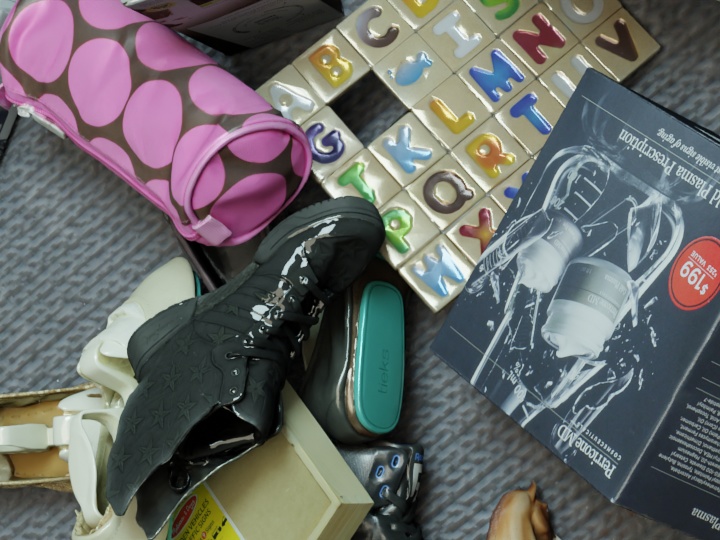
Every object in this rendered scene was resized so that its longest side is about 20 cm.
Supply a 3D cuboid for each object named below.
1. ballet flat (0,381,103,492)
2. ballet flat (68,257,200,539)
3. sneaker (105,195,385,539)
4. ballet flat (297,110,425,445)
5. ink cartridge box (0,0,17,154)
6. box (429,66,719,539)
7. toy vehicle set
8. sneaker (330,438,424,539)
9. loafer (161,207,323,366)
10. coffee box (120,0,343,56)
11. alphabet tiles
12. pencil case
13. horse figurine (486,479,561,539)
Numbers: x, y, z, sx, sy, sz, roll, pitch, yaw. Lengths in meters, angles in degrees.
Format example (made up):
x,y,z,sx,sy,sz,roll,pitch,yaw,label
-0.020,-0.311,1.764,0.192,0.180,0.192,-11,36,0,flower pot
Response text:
x,y,z,sx,sy,sz,roll,pitch,yaw,label
-0.184,0.101,1.628,0.199,0.065,0.071,-10,83,16,ballet flat
-0.132,0.076,1.562,0.069,0.070,0.201,-6,61,17,ballet flat
-0.059,0.051,1.494,0.199,0.060,0.105,-33,47,12,sneaker
0.000,0.000,1.567,0.068,0.068,0.201,-1,68,43,ballet flat
-0.295,-0.091,1.659,0.144,0.084,0.201,24,95,16,ink cartridge box
0.160,0.019,1.453,0.183,0.104,0.200,-62,35,7,box
-0.080,0.160,1.560,0.124,0.026,0.200,53,123,34,toy vehicle set
0.027,0.160,1.556,0.199,0.073,0.112,30,97,17,sneaker
-0.080,-0.037,1.602,0.072,0.063,0.201,-30,80,14,loafer
-0.083,-0.196,1.537,0.079,0.200,0.114,-19,82,12,coffee box
0.064,-0.099,1.551,0.200,0.008,0.167,-40,75,-9,alphabet tiles
-0.121,-0.089,1.551,0.094,0.091,0.200,-47,52,-10,pencil case
0.071,0.210,1.494,0.050,0.200,0.133,-28,92,51,horse figurine
